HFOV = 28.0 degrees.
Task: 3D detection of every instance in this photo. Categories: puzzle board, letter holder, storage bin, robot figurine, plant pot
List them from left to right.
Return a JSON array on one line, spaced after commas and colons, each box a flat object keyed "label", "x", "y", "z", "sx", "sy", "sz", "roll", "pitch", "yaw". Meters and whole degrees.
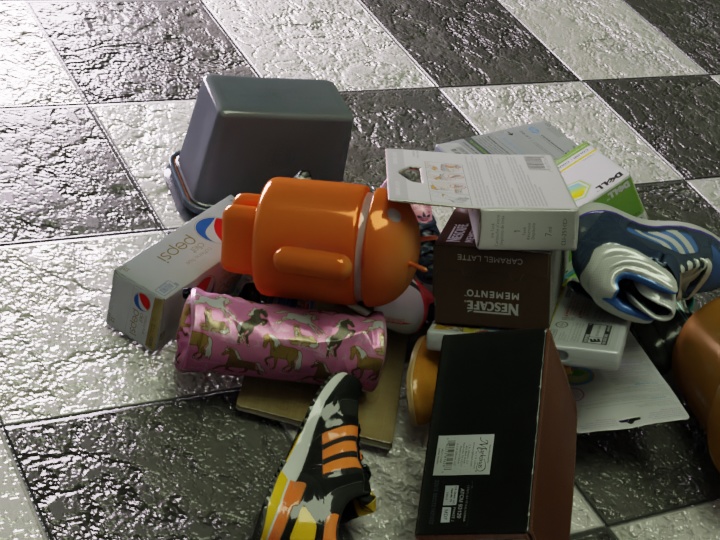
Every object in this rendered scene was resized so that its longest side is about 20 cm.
[{"label": "storage bin", "x": -0.105, "y": -0.143, "z": 1.600, "sx": 0.199, "sy": 0.135, "sz": 0.146, "roll": 0, "pitch": 38, "yaw": -24}, {"label": "puzzle board", "x": -0.032, "y": 0.092, "z": 1.411, "sx": 0.150, "sy": 0.017, "sz": 0.200, "roll": 14, "pitch": 34, "yaw": -2}, {"label": "robot figurine", "x": -0.029, "y": -0.028, "z": 1.362, "sx": 0.198, "sy": 0.144, "sz": 0.117, "roll": 7, "pitch": 71, "yaw": 9}, {"label": "letter holder", "x": 0.127, "y": 0.174, "z": 1.271, "sx": 0.100, "sy": 0.142, "sz": 0.201, "roll": -5, "pitch": 52, "yaw": 21}, {"label": "plant pot", "x": 0.408, "y": 0.116, "z": 1.430, "sx": 0.199, "sy": 0.202, "sz": 0.183, "roll": 2, "pitch": 21, "yaw": -21}]

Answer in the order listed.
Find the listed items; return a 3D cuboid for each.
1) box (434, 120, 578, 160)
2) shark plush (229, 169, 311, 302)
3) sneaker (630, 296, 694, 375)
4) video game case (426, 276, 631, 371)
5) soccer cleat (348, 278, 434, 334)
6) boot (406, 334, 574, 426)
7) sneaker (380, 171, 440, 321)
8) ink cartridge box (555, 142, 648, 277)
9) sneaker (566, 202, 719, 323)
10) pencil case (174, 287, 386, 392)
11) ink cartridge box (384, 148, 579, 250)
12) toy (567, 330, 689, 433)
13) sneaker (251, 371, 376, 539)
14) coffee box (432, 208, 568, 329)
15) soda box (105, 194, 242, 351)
[{"label": "box", "x": 0.207, "y": -0.115, "z": 1.775, "sx": 0.199, "sy": 0.041, "sz": 0.156, "roll": -17, "pitch": 48, "yaw": -38}, {"label": "shark plush", "x": -0.076, "y": -0.005, "z": 1.469, "sx": 0.091, "sy": 0.083, "sz": 0.201, "roll": 35, "pitch": 62, "yaw": -10}, {"label": "sneaker", "x": 0.317, "y": 0.030, "z": 1.575, "sx": 0.079, "sy": 0.076, "sz": 0.201, "roll": -25, "pitch": 46, "yaw": 5}, {"label": "video game case", "x": 0.174, "y": 0.044, "z": 1.418, "sx": 0.181, "sy": 0.023, "sz": 0.200, "roll": 6, "pitch": 20, "yaw": 14}, {"label": "soccer cleat", "x": 0.000, "y": 0.000, "z": 1.486, "sx": 0.085, "sy": 0.069, "sz": 0.200, "roll": 4, "pitch": 29, "yaw": -35}, {"label": "boot", "x": 0.132, "y": 0.091, "z": 1.399, "sx": 0.143, "sy": 0.071, "sz": 0.201, "roll": 2, "pitch": 23, "yaw": 19}, {"label": "sneaker", "x": 0.061, "y": -0.028, "z": 1.555, "sx": 0.070, "sy": 0.082, "sz": 0.200, "roll": -4, "pitch": 40, "yaw": -27}, {"label": "ink cartridge box", "x": 0.246, "y": -0.040, "z": 1.562, "sx": 0.147, "sy": 0.076, "sz": 0.200, "roll": -33, "pitch": 32, "yaw": -6}, {"label": "sneaker", "x": 0.296, "y": 0.014, "z": 1.405, "sx": 0.199, "sy": 0.081, "sz": 0.147, "roll": 17, "pitch": 32, "yaw": -20}, {"label": "pencil case", "x": -0.072, "y": 0.066, "z": 1.346, "sx": 0.198, "sy": 0.083, "sz": 0.087, "roll": 7, "pitch": 46, "yaw": -11}, {"label": "ink cartridge box", "x": 0.111, "y": -0.071, "z": 1.395, "sx": 0.175, "sy": 0.045, "sz": 0.200, "roll": 2, "pitch": 19, "yaw": 0}, {"label": "toy", "x": 0.241, "y": 0.115, "z": 1.462, "sx": 0.114, "sy": 0.047, "sz": 0.200, "roll": -7, "pitch": 32, "yaw": -8}, {"label": "sneaker", "x": -0.022, "y": 0.176, "z": 1.255, "sx": 0.090, "sy": 0.070, "sz": 0.200, "roll": 24, "pitch": 43, "yaw": 4}, {"label": "coffee box", "x": 0.142, "y": -0.015, "z": 1.428, "sx": 0.113, "sy": 0.080, "sz": 0.200, "roll": 4, "pitch": 19, "yaw": 13}, {"label": "soda box", "x": -0.165, "y": 0.000, "z": 1.435, "sx": 0.063, "sy": 0.068, "sz": 0.200, "roll": 29, "pitch": 36, "yaw": 18}]
